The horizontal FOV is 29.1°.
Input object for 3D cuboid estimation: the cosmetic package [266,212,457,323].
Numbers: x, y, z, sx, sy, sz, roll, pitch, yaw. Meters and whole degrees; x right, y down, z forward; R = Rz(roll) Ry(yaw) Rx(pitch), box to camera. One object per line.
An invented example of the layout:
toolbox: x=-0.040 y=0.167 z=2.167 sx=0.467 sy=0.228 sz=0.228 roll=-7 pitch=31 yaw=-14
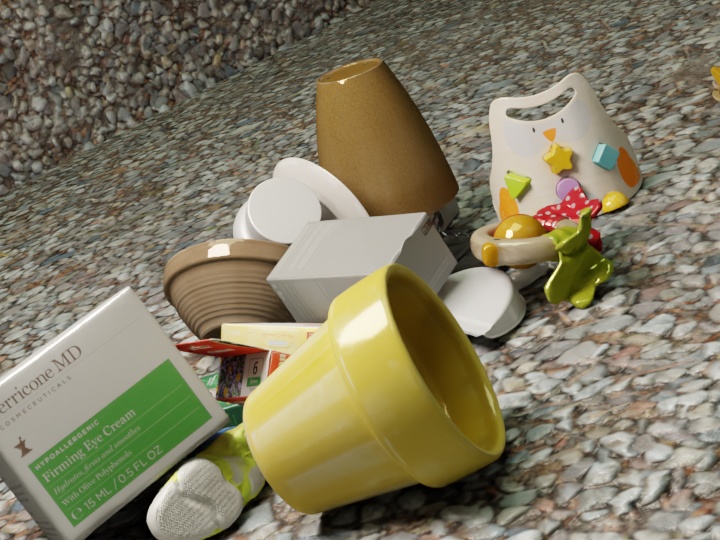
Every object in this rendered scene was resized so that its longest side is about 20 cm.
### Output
cosmetic package: x=0.000 y=0.000 z=1.607 sx=0.200 sy=0.090 sz=0.107 roll=2 pitch=45 yaw=44

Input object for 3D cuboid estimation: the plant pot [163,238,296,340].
plant pot: x=-0.147 y=0.046 z=1.723 sx=0.200 sy=0.201 sz=0.093 roll=-13 pitch=59 yaw=22

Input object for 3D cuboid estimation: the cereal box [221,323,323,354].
cereal box: x=-0.041 y=0.077 z=1.508 sx=0.143 sy=0.040 sz=0.200 roll=0 pitch=-3 yaw=25

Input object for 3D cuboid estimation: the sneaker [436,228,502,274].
sneaker: x=0.103 y=-0.020 z=1.711 sx=0.200 sy=0.091 sz=0.076 roll=-27 pitch=17 yaw=-21

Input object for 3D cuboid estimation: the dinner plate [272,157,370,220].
dinner plate: x=-0.049 y=-0.060 z=1.823 sx=0.024 sy=0.201 sz=0.200 roll=-41 pitch=25 yaw=-25

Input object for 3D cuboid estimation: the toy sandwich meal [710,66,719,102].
toy sandwich meal: x=0.597 y=-0.295 z=1.984 sx=0.204 sy=0.070 sz=0.205 roll=-19 pitch=18 yaw=6

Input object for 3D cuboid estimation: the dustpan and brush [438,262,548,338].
dustpan and brush: x=0.153 y=0.027 z=1.602 sx=0.139 sy=0.057 sz=0.200 roll=13 pitch=44 yaw=43

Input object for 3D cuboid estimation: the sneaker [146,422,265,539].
sneaker: x=-0.153 y=0.213 z=1.385 sx=0.105 sy=0.076 sz=0.200 roll=-24 pitch=7 yaw=46

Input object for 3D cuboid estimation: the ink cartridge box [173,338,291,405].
ink cartridge box: x=-0.091 y=0.113 z=1.405 sx=0.199 sy=0.051 sz=0.109 roll=14 pitch=-14 yaw=-31

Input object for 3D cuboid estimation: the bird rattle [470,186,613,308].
bird rattle: x=0.207 y=-0.043 z=1.588 sx=0.162 sy=0.113 sz=0.200 roll=-4 pitch=23 yaw=0

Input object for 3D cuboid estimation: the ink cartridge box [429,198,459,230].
ink cartridge box: x=0.049 y=-0.064 z=1.930 sx=0.115 sy=0.068 sz=0.200 roll=-10 pitch=21 yaw=28

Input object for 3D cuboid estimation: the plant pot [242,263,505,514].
plant pot: x=0.004 y=0.126 z=1.276 sx=0.189 sy=0.201 sz=0.201 roll=-32 pitch=14 yaw=18

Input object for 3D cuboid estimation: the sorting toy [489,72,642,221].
sorting toy: x=0.251 y=-0.155 z=1.790 sx=0.199 sy=0.181 sz=0.107 roll=-18 pitch=18 yaw=9

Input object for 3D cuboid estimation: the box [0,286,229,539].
box: x=-0.272 y=0.149 z=1.391 sx=0.199 sy=0.172 sz=0.200 roll=-38 pitch=3 yaw=-20

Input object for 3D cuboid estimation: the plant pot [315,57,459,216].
plant pot: x=0.015 y=-0.175 z=1.856 sx=0.186 sy=0.201 sz=0.186 roll=-17 pitch=18 yaw=6

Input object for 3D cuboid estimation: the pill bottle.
pill bottle: x=-0.113 y=-0.032 z=1.800 sx=0.116 sy=0.116 sz=0.200 roll=-29 pitch=-17 yaw=-23

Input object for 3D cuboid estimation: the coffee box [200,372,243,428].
coffee box: x=-0.168 y=0.158 z=1.575 sx=0.199 sy=0.044 sz=0.123 roll=-17 pitch=18 yaw=10
